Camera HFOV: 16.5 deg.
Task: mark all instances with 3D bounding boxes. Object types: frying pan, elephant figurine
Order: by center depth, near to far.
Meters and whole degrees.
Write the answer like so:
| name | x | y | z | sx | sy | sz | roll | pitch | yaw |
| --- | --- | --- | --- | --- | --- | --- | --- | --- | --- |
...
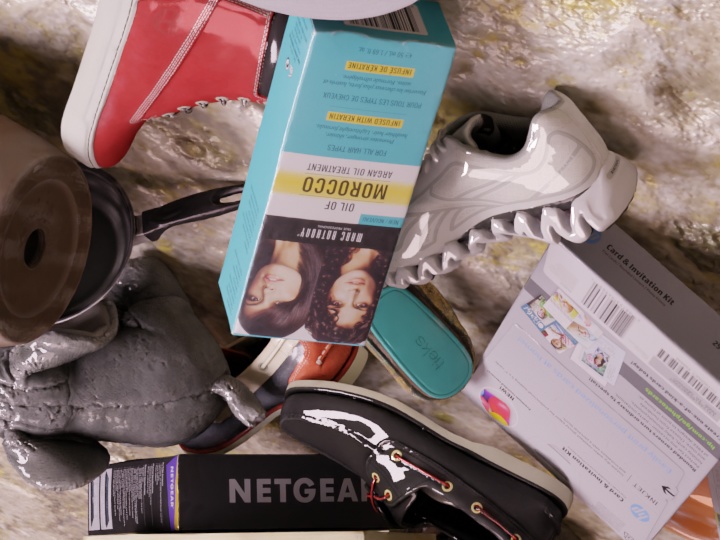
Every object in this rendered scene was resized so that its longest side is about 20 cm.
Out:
| name | x | y | z | sx | sy | sz | roll | pitch | yaw |
| --- | --- | --- | --- | --- | --- | --- | --- | --- | --- |
| frying pan | -0.162 | -0.035 | 1.572 | 0.189 | 0.115 | 0.031 | -31 | 150 | 0 |
| elephant figurine | -0.197 | 0.077 | 1.610 | 0.199 | 0.142 | 0.155 | -12 | 164 | -38 |

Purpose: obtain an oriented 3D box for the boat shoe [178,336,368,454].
| name | x | y | z | sx | sy | sz | roll | pitch | yaw |
| --- | --- | --- | --- | --- | --- | --- | --- | --- | --- |
| boat shoe | -0.076 | 0.072 | 1.675 | 0.062 | 0.071 | 0.200 | 39 | 144 | -20 |

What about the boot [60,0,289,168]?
| name | x | y | z | sx | sy | sz | roll | pitch | yaw |
| --- | --- | --- | --- | --- | --- | --- | --- | --- | --- |
| boot | -0.088 | -0.102 | 1.410 | 0.143 | 0.073 | 0.200 | 23 | 146 | -4 |

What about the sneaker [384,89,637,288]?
| name | x | y | z | sx | sy | sz | roll | pitch | yaw |
| --- | --- | --- | --- | --- | --- | --- | --- | --- | --- |
| sneaker | 0.057 | -0.048 | 1.403 | 0.199 | 0.075 | 0.081 | -18 | 123 | 33 |

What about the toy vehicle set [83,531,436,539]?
| name | x | y | z | sx | sy | sz | roll | pitch | yaw |
| --- | --- | --- | --- | --- | --- | --- | --- | --- | --- |
| toy vehicle set | -0.064 | 0.185 | 1.615 | 0.198 | 0.027 | 0.124 | -3 | 172 | 22 |

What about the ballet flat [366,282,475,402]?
| name | x | y | z | sx | sy | sz | roll | pitch | yaw |
| --- | --- | --- | --- | --- | --- | --- | --- | --- | --- |
| ballet flat | 0.000 | 0.000 | 1.521 | 0.070 | 0.071 | 0.200 | -10 | 129 | 42 |

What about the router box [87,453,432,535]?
| name | x | y | z | sx | sy | sz | roll | pitch | yaw |
| --- | --- | --- | --- | --- | --- | --- | --- | --- | --- |
| router box | -0.068 | 0.155 | 1.707 | 0.199 | 0.053 | 0.157 | 2 | 172 | -28 |

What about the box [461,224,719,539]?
| name | x | y | z | sx | sy | sz | roll | pitch | yaw |
| --- | --- | --- | --- | --- | --- | --- | --- | --- | --- |
| box | 0.153 | 0.069 | 1.491 | 0.156 | 0.041 | 0.200 | 42 | 148 | 11 |

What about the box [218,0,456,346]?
| name | x | y | z | sx | sy | sz | roll | pitch | yaw |
| --- | --- | --- | --- | --- | --- | --- | --- | --- | --- |
| box | -0.015 | -0.054 | 1.350 | 0.082 | 0.049 | 0.201 | 5 | 125 | -17 |

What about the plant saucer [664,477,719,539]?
| name | x | y | z | sx | sy | sz | roll | pitch | yaw |
| --- | --- | --- | --- | --- | --- | --- | --- | --- | --- |
| plant saucer | 0.245 | 0.121 | 1.578 | 0.199 | 0.038 | 0.201 | 16 | 150 | 10 |

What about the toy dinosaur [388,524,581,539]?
| name | x | y | z | sx | sy | sz | roll | pitch | yaw |
| --- | --- | --- | --- | --- | --- | --- | --- | --- | --- |
| toy dinosaur | 0.110 | 0.213 | 1.764 | 0.198 | 0.103 | 0.077 | 3 | 173 | 6 |

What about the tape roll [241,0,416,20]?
| name | x | y | z | sx | sy | sz | roll | pitch | yaw |
| --- | --- | --- | --- | --- | --- | --- | --- | --- | --- |
| tape roll | -0.037 | -0.212 | 1.204 | 0.199 | 0.066 | 0.201 | 17 | 149 | 10 |

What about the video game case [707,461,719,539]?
| name | x | y | z | sx | sy | sz | roll | pitch | yaw |
| --- | --- | --- | --- | --- | --- | --- | --- | --- | --- |
| video game case | 0.320 | 0.169 | 1.549 | 0.199 | 0.023 | 0.182 | 8 | 147 | 20 |

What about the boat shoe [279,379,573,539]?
| name | x | y | z | sx | sy | sz | roll | pitch | yaw |
| --- | --- | --- | --- | --- | --- | --- | --- | --- | --- |
| boat shoe | 0.033 | 0.129 | 1.575 | 0.200 | 0.063 | 0.074 | 25 | 158 | 13 |

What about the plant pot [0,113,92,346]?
| name | x | y | z | sx | sy | sz | roll | pitch | yaw |
| --- | --- | --- | --- | --- | --- | --- | --- | --- | --- |
| plant pot | -0.263 | -0.031 | 1.491 | 0.172 | 0.201 | 0.201 | 15 | 150 | 23 |
